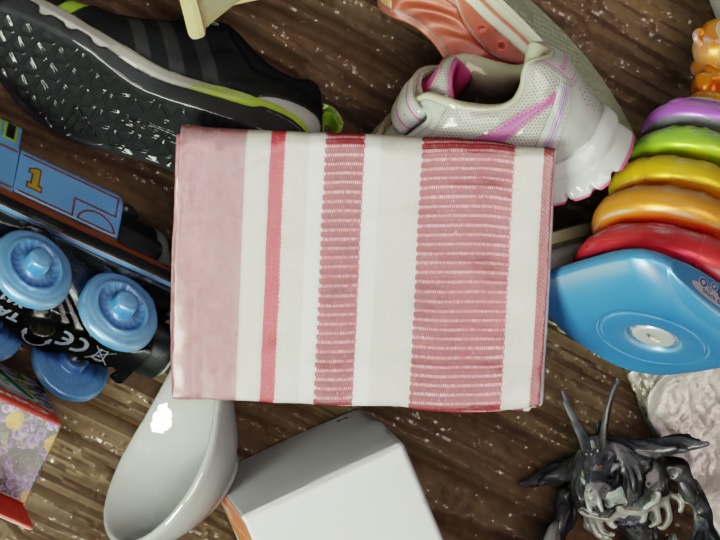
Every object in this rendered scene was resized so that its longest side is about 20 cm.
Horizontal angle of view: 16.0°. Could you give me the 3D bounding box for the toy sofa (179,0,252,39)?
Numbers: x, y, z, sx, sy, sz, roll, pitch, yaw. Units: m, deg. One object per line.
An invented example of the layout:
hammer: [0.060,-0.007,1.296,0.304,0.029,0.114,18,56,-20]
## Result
toy sofa: [-0.010,-0.198,1.357,0.199,0.098,0.083,-11,128,2]

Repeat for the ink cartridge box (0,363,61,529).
ink cartridge box: [-0.213,0.073,1.319,0.109,0.200,0.051,25,91,-13]

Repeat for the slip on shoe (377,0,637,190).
slip on shoe: [0.089,-0.108,1.436,0.200,0.074,0.061,43,109,-13]

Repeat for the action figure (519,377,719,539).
action figure: [0.157,0.167,1.453,0.118,0.102,0.201,-17,105,19]

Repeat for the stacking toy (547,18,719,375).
stacking toy: [0.182,-0.051,1.393,0.116,0.110,0.201,31,63,-28]

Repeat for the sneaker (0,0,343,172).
sneaker: [-0.107,-0.104,1.401,0.199,0.083,0.072,26,134,1]

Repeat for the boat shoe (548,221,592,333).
boat shoe: [0.131,0.005,1.448,0.199,0.075,0.069,-14,93,-11]

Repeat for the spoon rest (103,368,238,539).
spoon rest: [-0.080,0.065,1.408,0.061,0.099,0.200,40,76,-25]

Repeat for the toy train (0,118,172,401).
toy train: [-0.182,-0.013,1.364,0.199,0.087,0.115,24,49,-22]

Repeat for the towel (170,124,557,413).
towel: [0.000,0.000,1.349,0.199,0.023,0.145,3,98,0]

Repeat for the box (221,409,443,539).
box: [0.006,0.193,1.415,0.097,0.124,0.201,-23,99,-8]

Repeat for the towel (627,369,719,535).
towel: [0.254,0.107,1.504,0.132,0.034,0.200,-35,102,-6]

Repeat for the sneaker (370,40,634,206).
sneaker: [0.043,-0.071,1.391,0.199,0.081,0.089,-18,115,17]

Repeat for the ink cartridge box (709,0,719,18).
ink cartridge box: [0.261,-0.187,1.428,0.128,0.125,0.201,-23,100,-8]
